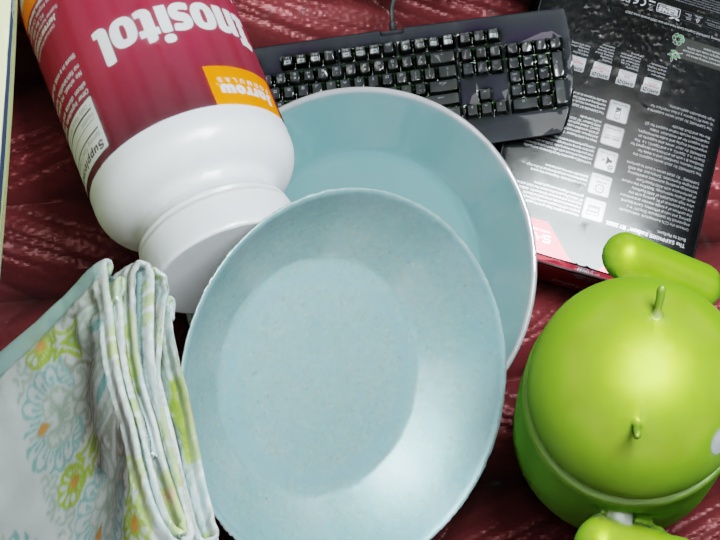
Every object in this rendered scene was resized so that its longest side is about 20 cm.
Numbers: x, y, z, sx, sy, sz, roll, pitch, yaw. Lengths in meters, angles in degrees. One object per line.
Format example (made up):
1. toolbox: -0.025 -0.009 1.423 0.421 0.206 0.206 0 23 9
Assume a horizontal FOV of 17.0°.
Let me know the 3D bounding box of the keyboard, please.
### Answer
1. keyboard: 0.019 -0.126 1.358 0.198 0.021 0.128 -7 71 5

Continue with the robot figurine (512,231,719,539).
1. robot figurine: 0.139 0.073 1.252 0.115 0.200 0.177 8 73 3

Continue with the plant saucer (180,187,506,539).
1. plant saucer: -0.015 0.057 1.247 0.200 0.039 0.203 -3 95 -33

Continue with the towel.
1. towel: -0.149 0.110 1.197 0.048 0.200 0.172 14 49 -37

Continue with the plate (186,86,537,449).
1. plate: 0.000 0.000 1.322 0.199 0.026 0.202 -1 84 10

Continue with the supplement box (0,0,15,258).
1. supplement box: -0.247 -0.081 1.239 0.133 0.200 0.202 3 75 -8

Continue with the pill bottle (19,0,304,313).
1. pill bottle: -0.102 -0.084 1.286 0.112 0.113 0.201 -18 64 -12

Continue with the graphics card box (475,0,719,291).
1. graphics card box: 0.144 -0.085 1.376 0.125 0.051 0.201 15 75 -2
